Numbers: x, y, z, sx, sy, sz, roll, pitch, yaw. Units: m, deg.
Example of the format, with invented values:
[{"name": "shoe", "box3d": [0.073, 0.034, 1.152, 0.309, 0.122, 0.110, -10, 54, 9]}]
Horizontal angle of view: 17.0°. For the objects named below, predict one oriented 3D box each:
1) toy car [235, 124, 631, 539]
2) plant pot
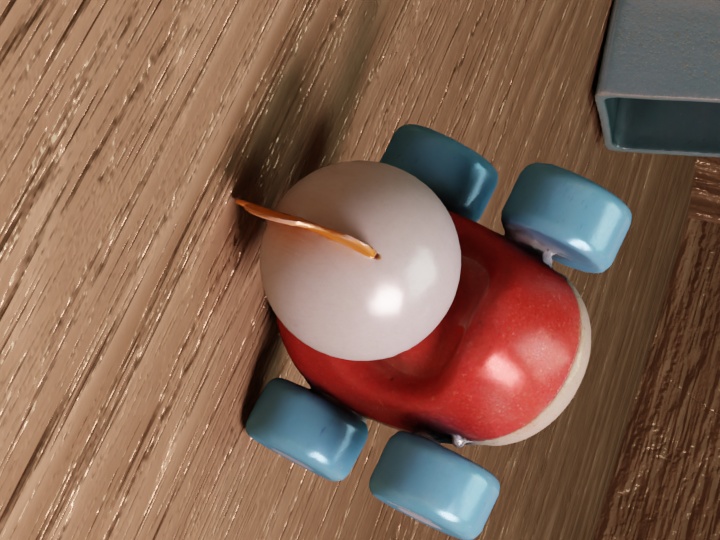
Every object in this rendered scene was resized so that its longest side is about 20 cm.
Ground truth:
[{"name": "toy car", "box3d": [0.000, 0.000, 1.165, 0.200, 0.177, 0.184, 36, 78, -47]}, {"name": "plant pot", "box3d": [0.345, -0.234, 2.395, 0.196, 0.196, 0.200, 58, 38, -73]}]
